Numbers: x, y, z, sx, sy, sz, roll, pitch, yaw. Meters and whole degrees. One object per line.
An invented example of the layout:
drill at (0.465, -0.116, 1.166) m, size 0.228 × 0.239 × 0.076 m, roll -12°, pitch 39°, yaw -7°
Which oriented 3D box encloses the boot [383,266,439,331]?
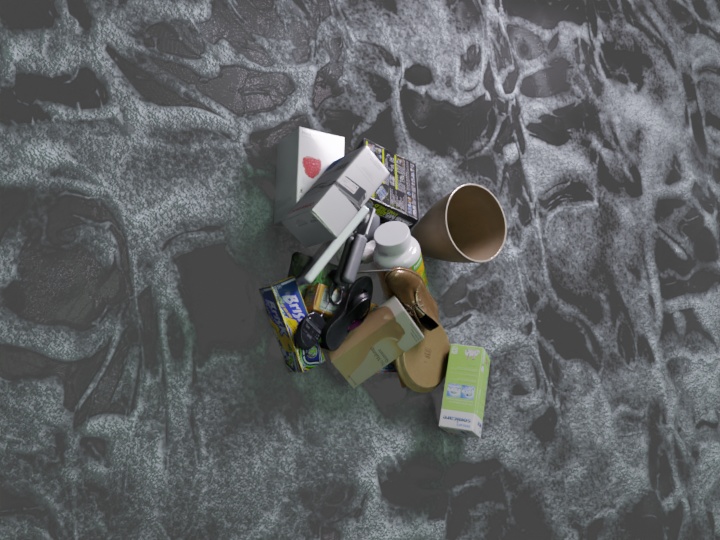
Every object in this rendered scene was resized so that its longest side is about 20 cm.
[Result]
boot at (0.123, 0.064, 1.679) m, size 0.200 × 0.073 × 0.076 m, roll 44°, pitch 21°, yaw -38°

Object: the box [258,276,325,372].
box at (-0.150, 0.119, 1.621) m, size 0.064 × 0.070 × 0.201 m, roll -24°, pitch 97°, yaw -34°

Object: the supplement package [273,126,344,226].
supplement package at (-0.116, -0.203, 1.678) m, size 0.121 × 0.120 × 0.201 m, roll 7°, pitch 77°, yaw -30°

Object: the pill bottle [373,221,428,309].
pill bottle at (0.091, -0.014, 1.727) m, size 0.111 × 0.111 × 0.201 m, roll -49°, pitch 142°, yaw -29°

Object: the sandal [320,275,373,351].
sandal at (-0.014, 0.097, 1.629) m, size 0.201 × 0.048 × 0.075 m, roll -57°, pitch 135°, yaw -31°

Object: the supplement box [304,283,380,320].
supplement box at (-0.031, 0.091, 1.703) m, size 0.199 × 0.066 × 0.069 m, roll 24°, pitch 73°, yaw -25°

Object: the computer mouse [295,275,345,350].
computer mouse at (-0.088, 0.090, 1.612) m, size 0.059 × 0.034 × 0.200 m, roll 49°, pitch 52°, yaw -23°

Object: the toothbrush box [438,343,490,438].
toothbrush box at (0.255, 0.294, 1.801) m, size 0.146 × 0.086 × 0.201 m, roll 47°, pitch 49°, yaw -66°

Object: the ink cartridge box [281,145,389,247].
ink cartridge box at (-0.054, -0.152, 1.551) m, size 0.084 × 0.144 × 0.200 m, roll 47°, pitch 63°, yaw -18°

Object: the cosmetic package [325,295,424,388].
cosmetic package at (0.030, 0.161, 1.666) m, size 0.200 × 0.071 × 0.105 m, roll -37°, pitch 121°, yaw 2°

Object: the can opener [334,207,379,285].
can opener at (0.002, -0.051, 1.668) m, size 0.067 × 0.053 × 0.201 m, roll 33°, pitch 62°, yaw -31°

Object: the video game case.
video game case at (-0.067, -0.050, 1.611) m, size 0.023 × 0.182 × 0.200 m, roll 39°, pitch 79°, yaw -8°

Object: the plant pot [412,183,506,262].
plant pot at (0.222, -0.098, 1.824) m, size 0.186 × 0.200 × 0.189 m, roll 6°, pitch 79°, yaw -31°

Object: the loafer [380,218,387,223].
loafer at (0.027, -0.158, 1.793) m, size 0.199 × 0.063 × 0.072 m, roll 8°, pitch 77°, yaw -31°

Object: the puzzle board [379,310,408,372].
puzzle board at (0.115, 0.172, 1.818) m, size 0.199 × 0.017 × 0.152 m, roll 3°, pitch 80°, yaw -32°

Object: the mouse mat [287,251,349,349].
mouse mat at (-0.104, 0.071, 1.705) m, size 0.160 × 0.008 × 0.201 m, roll 19°, pitch 73°, yaw -28°

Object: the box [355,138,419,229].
box at (0.062, -0.208, 1.786) m, size 0.160 × 0.044 × 0.201 m, roll 21°, pitch 46°, yaw -24°

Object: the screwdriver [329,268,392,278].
screwdriver at (0.000, 0.000, 1.661) m, size 0.028 × 0.199 × 0.029 m, roll -12°, pitch 91°, yaw -42°

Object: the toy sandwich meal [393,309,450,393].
toy sandwich meal at (0.134, 0.193, 1.781) m, size 0.204 × 0.070 × 0.207 m, roll 4°, pitch 83°, yaw -40°

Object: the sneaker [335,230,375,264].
sneaker at (0.026, -0.056, 1.776) m, size 0.199 × 0.075 × 0.082 m, roll -3°, pitch 91°, yaw -24°
